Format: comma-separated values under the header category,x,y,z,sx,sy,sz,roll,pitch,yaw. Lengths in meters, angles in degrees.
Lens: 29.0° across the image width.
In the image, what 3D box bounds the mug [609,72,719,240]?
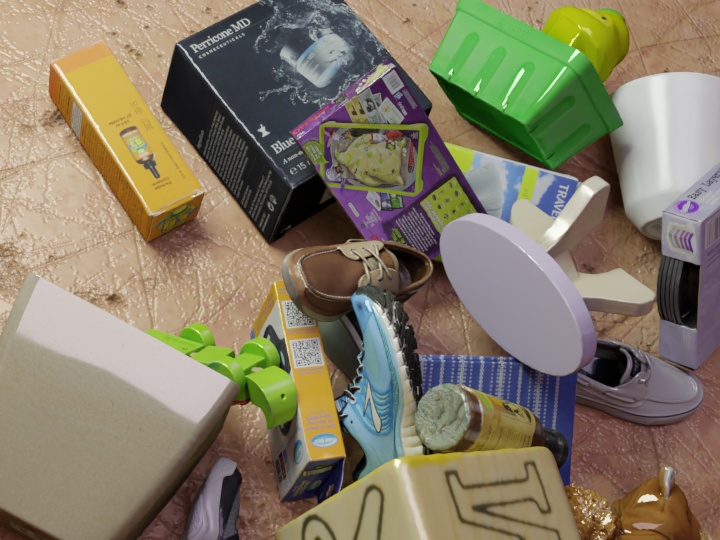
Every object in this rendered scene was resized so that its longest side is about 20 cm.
category,x,y,z,sx,sy,sz,roll,pitch,yaw
mug,0.366,-0.117,1.546,0.185,0.150,0.154,4,70,-7

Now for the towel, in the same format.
category,x,y,z,sx,sy,sz,roll,pitch,yaw
towel,0.122,0.154,1.357,0.199,0.024,0.146,3,92,-23

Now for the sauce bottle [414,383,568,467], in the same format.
category,x,y,z,sx,sy,sz,roll,pitch,yaw
sauce bottle,0.126,0.150,1.278,0.200,0.064,0.065,24,48,-52

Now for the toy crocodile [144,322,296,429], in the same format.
category,x,y,z,sx,sy,sz,roll,pitch,yaw
toy crocodile,-0.140,0.093,1.284,0.199,0.062,0.067,12,24,33

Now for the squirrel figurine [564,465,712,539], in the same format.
category,x,y,z,sx,sy,sz,roll,pitch,yaw
squirrel figurine,0.245,0.265,1.316,0.199,0.142,0.187,28,53,-5

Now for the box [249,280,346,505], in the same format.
category,x,y,z,sx,sy,sz,roll,pitch,yaw
box,-0.059,0.123,1.302,0.041,0.119,0.201,-2,64,-18

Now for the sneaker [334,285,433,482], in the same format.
category,x,y,z,sx,sy,sz,roll,pitch,yaw
sneaker,0.010,0.113,1.262,0.089,0.078,0.202,-6,104,9

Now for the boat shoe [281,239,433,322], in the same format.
category,x,y,z,sx,sy,sz,roll,pitch,yaw
boat shoe,0.000,0.000,1.303,0.200,0.072,0.076,-6,69,-58

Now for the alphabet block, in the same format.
category,x,y,z,sx,sy,sz,roll,pitch,yaw
alphabet block,0.071,0.280,1.192,0.195,0.195,0.201,4,61,-42

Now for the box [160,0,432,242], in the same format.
category,x,y,z,sx,sy,sz,roll,pitch,yaw
box,-0.068,-0.172,1.453,0.196,0.118,0.200,-33,76,-28

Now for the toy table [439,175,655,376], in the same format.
category,x,y,z,sx,sy,sz,roll,pitch,yaw
toy table,0.183,0.005,1.355,0.117,0.184,0.200,-25,61,-31

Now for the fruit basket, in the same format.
category,x,y,z,sx,sy,sz,roll,pitch,yaw
fruit basket,0.207,-0.231,1.510,0.214,0.156,0.217,-15,54,22

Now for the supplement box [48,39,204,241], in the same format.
category,x,y,z,sx,sy,sz,roll,pitch,yaw
supplement box,-0.239,-0.131,1.409,0.066,0.069,0.201,-27,73,-26

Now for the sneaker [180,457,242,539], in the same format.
category,x,y,z,sx,sy,sz,roll,pitch,yaw
sneaker,-0.108,0.274,1.239,0.113,0.076,0.201,16,66,-9

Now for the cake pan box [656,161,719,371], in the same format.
category,x,y,z,sx,sy,sz,roll,pitch,yaw
cake pan box,0.379,-0.018,1.462,0.052,0.185,0.200,19,42,37

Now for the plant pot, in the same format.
category,x,y,z,sx,sy,sz,roll,pitch,yaw
plant pot,-0.241,0.149,1.201,0.199,0.200,0.178,29,69,-1

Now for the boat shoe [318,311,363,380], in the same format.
category,x,y,z,sx,sy,sz,roll,pitch,yaw
boat shoe,0.014,0.080,1.377,0.060,0.076,0.201,-35,90,-28

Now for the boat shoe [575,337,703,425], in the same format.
category,x,y,z,sx,sy,sz,roll,pitch,yaw
boat shoe,0.270,0.110,1.439,0.198,0.065,0.074,8,61,-13

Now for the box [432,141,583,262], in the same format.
category,x,y,z,sx,sy,sz,roll,pitch,yaw
box,0.138,-0.058,1.465,0.199,0.048,0.123,14,97,-10

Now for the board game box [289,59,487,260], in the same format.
category,x,y,z,sx,sy,sz,roll,pitch,yaw
board game box,0.031,-0.093,1.371,0.120,0.032,0.200,-38,122,-6
